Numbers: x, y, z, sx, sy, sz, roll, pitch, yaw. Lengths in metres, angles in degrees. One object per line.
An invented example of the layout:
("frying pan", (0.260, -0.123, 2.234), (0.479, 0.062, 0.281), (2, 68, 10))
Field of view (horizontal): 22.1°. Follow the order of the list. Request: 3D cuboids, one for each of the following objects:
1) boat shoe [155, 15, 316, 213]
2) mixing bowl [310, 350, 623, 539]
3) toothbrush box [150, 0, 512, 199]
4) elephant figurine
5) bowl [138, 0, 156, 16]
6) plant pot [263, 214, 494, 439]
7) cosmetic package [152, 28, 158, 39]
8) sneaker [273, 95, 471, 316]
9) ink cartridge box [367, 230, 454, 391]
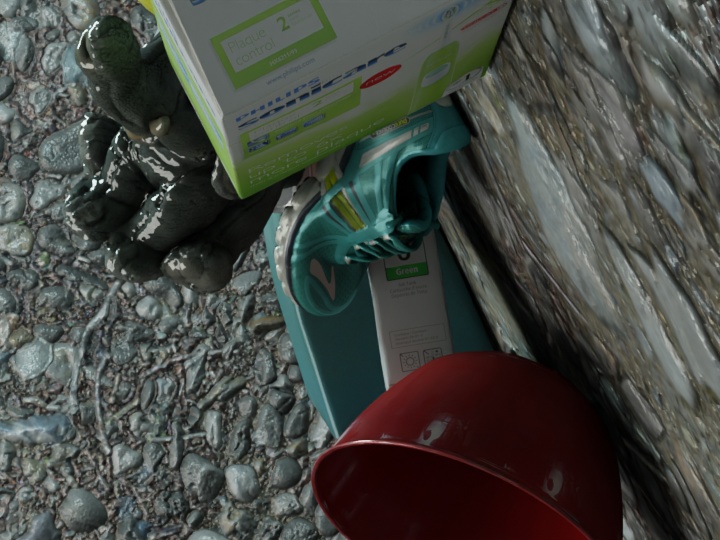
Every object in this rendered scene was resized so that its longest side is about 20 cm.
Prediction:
("boat shoe", (-0.080, -0.095, 1.183), (0.201, 0.071, 0.069), (72, -159, -48))
("mixing bowl", (0.082, 0.120, 1.126), (0.199, 0.109, 0.201), (20, 150, 12))
("toothbrush box", (-0.014, -0.116, 0.848), (0.086, 0.145, 0.200), (62, 175, 7))
("elephant figurine", (-0.089, -0.090, 1.041), (0.201, 0.141, 0.156), (113, 172, -47))
("bowl", (-0.128, -0.244, 1.194), (0.200, 0.107, 0.202), (174, 90, -77))
("plant pot", (0.000, 0.000, 1.455), (0.141, 0.140, 0.201), (-137, 26, -75))
("cosmetic package", (-0.083, -0.125, 1.346), (0.150, 0.052, 0.200), (28, -166, -13))
("sneaker", (0.006, -0.037, 1.130), (0.080, 0.077, 0.201), (48, 136, 23))
("ink cartridge box", (0.027, -0.008, 1.250), (0.109, 0.050, 0.201), (80, -179, -74))
